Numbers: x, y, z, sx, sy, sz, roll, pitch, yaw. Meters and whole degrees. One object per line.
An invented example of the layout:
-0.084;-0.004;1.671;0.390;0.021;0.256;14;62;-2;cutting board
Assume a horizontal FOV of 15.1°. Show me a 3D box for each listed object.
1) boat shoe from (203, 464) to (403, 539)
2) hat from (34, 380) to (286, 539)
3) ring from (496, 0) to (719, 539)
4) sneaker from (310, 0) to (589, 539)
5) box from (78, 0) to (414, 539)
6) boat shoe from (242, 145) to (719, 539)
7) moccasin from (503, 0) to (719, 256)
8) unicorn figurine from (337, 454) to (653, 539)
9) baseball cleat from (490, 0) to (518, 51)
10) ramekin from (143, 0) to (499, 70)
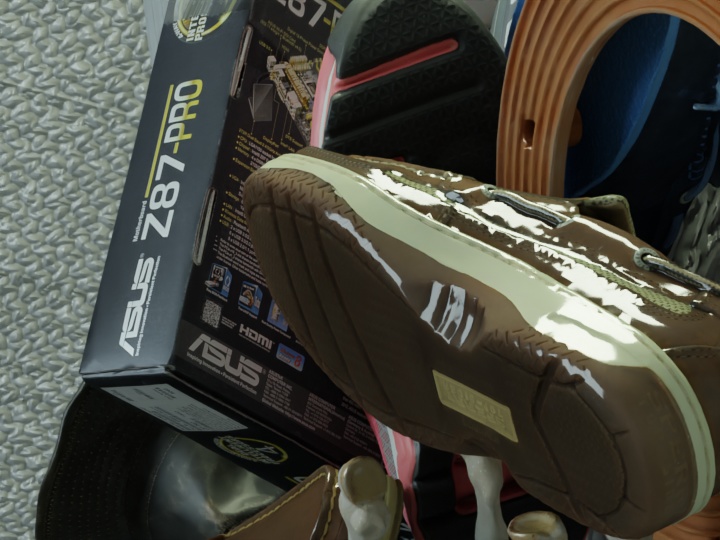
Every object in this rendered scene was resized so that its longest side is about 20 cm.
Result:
-0.052;0.125;0.875;0.200;0.067;0.072;-51;18;42;boat shoe
-0.043;0.101;1.208;0.081;0.200;0.201;39;119;43;hat
0.091;-0.006;0.740;0.200;0.019;0.201;171;90;-67;ring
0.015;0.005;0.872;0.087;0.074;0.201;-153;51;-69;sneaker
0.000;0.000;0.950;0.049;0.200;0.162;-5;64;41;box
0.045;0.011;0.738;0.202;0.075;0.075;34;142;49;boat shoe
0.084;-0.052;0.856;0.200;0.068;0.081;113;140;-60;moccasin
0.048;0.109;0.775;0.200;0.074;0.138;-134;25;-66;unicorn figurine
0.093;-0.117;0.935;0.106;0.070;0.201;141;142;-74;baseball cleat
0.009;-0.107;1.057;0.200;0.199;0.105;122;150;-61;ramekin
